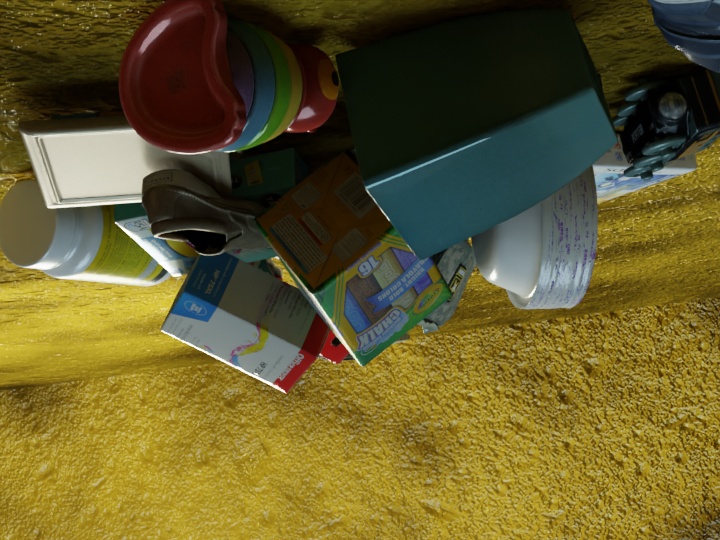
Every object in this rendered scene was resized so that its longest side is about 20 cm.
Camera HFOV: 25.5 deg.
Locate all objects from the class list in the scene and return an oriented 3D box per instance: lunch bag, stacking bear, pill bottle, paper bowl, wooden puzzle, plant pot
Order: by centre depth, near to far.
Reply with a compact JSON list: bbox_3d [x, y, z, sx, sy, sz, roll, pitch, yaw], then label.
[{"bbox_3d":[-0.090,-0.150,1.288,0.113,0.122,0.200,-15,175,33],"label":"stacking bear"},{"bbox_3d":[0.106,-0.129,1.349,0.199,0.142,0.141,-20,147,13],"label":"plant pot"},{"bbox_3d":[-0.216,-0.110,1.497,0.184,0.037,0.200,-4,162,-4],"label":"wooden puzzle"},{"bbox_3d":[0.182,-0.057,1.735,0.104,0.201,0.201,-2,170,-10],"label":"paper bowl"},{"bbox_3d":[-0.299,-0.044,1.771,0.114,0.115,0.200,-12,170,34],"label":"pill bottle"},{"bbox_3d":[0.066,-0.036,1.795,0.117,0.201,0.164,-8,170,14],"label":"lunch bag"}]

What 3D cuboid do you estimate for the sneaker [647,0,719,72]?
[{"bbox_3d":[0.318,-0.211,1.208,0.202,0.077,0.146,1,162,19],"label":"sneaker"}]

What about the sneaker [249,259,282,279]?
[{"bbox_3d":[-0.141,0.003,1.862,0.093,0.070,0.200,32,174,-3],"label":"sneaker"}]

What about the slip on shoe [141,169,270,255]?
[{"bbox_3d":[-0.145,-0.042,1.564,0.076,0.061,0.200,-13,160,21],"label":"slip on shoe"}]

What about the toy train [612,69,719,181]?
[{"bbox_3d":[0.327,-0.153,1.639,0.114,0.086,0.200,-15,172,-3],"label":"toy train"}]

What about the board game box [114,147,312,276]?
[{"bbox_3d":[-0.137,-0.058,1.674,0.199,0.047,0.151,-10,155,16],"label":"board game box"}]

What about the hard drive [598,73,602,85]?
[{"bbox_3d":[0.122,-0.168,1.526,0.139,0.038,0.200,-14,167,41],"label":"hard drive"}]

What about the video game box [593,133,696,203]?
[{"bbox_3d":[0.269,-0.119,1.908,0.182,0.047,0.200,2,168,-31],"label":"video game box"}]

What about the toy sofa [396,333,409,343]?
[{"bbox_3d":[-0.014,0.007,2.011,0.097,0.201,0.083,-8,174,-32],"label":"toy sofa"}]

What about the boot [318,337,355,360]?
[{"bbox_3d":[-0.067,0.064,1.813,0.199,0.076,0.074,1,179,18],"label":"boot"}]

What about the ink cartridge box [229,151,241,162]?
[{"bbox_3d":[-0.181,-0.124,1.608,0.094,0.037,0.200,-7,173,5],"label":"ink cartridge box"}]

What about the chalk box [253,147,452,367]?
[{"bbox_3d":[0.000,0.000,1.615,0.124,0.124,0.200,-38,143,-6],"label":"chalk box"}]

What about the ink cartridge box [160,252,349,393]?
[{"bbox_3d":[-0.104,0.062,1.720,0.200,0.067,0.116,27,150,-7],"label":"ink cartridge box"}]
